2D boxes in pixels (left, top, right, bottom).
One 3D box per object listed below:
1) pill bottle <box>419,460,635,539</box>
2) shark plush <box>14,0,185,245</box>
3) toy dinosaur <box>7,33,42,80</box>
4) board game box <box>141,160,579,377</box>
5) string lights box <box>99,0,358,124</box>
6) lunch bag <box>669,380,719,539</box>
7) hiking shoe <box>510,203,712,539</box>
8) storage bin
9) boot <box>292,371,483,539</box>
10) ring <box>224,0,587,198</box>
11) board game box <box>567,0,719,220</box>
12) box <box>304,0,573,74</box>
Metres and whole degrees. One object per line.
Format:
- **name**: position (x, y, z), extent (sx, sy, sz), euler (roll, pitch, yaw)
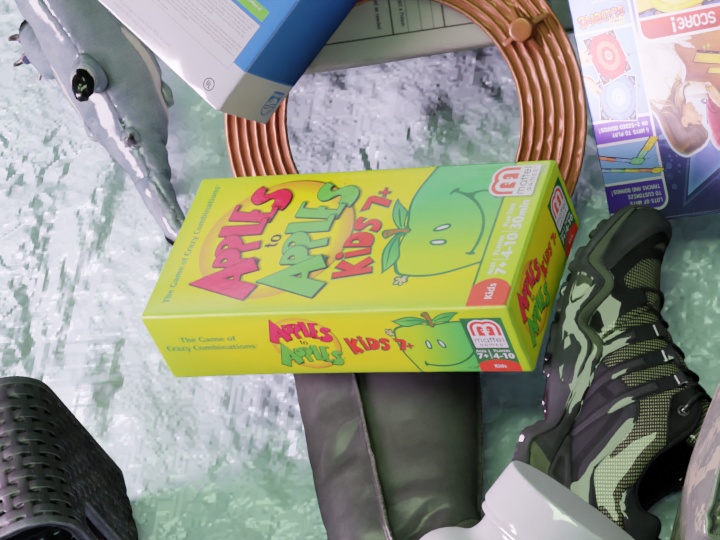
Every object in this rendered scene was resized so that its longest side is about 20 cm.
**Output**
- **pill bottle**: position (0.044, 0.190, 1.143), extent (0.113, 0.113, 0.200), euler (39, 96, 37)
- **shark plush**: position (-0.154, -0.100, 1.457), extent (0.091, 0.083, 0.200), euler (-18, 77, 13)
- **toy dinosaur**: position (-0.205, -0.201, 1.591), extent (0.200, 0.105, 0.182), euler (1, 40, -17)
- **board game box**: position (0.000, 0.000, 1.292), extent (0.200, 0.048, 0.102), euler (-2, 46, 25)
- **string lights box**: position (-0.036, -0.187, 1.324), extent (0.103, 0.059, 0.200), euler (44, 104, 22)
- **lunch bag**: position (0.213, 0.064, 1.135), extent (0.117, 0.164, 0.200), euler (17, 68, 6)
- **hiking shoe**: position (0.138, 0.063, 1.257), extent (0.100, 0.076, 0.200), euler (13, 65, 11)
- **storage bin**: position (-0.219, 0.153, 1.294), extent (0.200, 0.135, 0.094), euler (-23, 52, 7)
- **boot**: position (-0.014, 0.113, 1.276), extent (0.181, 0.073, 0.200), euler (-13, 60, -2)
- **ring**: position (0.020, -0.078, 1.349), extent (0.200, 0.019, 0.201), euler (2, 96, 17)
- **board game box**: position (0.203, -0.100, 1.270), extent (0.200, 0.034, 0.136), euler (-7, 97, 36)
- **box**: position (0.008, -0.178, 1.409), extent (0.200, 0.109, 0.128), euler (-6, 93, 18)
